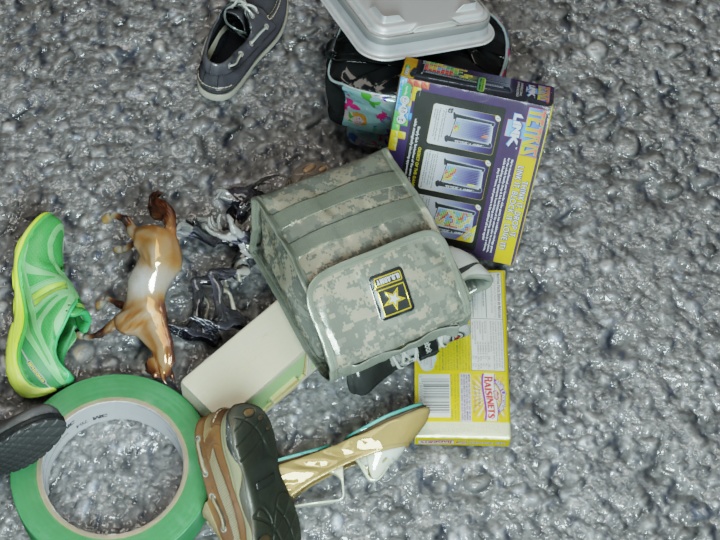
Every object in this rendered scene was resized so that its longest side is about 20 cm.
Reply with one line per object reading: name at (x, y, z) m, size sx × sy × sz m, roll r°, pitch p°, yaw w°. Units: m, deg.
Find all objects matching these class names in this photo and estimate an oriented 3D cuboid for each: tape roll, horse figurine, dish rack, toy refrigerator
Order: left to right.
tape roll at (-0.245, 0.203, 1.348) m, size 0.199 × 0.048 × 0.202 m, roll 2°, pitch 60°, yaw -3°
horse figurine at (-0.230, 0.009, 1.418) m, size 0.132 × 0.050 × 0.201 m, roll 8°, pitch 80°, yaw 39°
toy refrigerator at (-0.089, 0.090, 1.408) m, size 0.070 × 0.076 × 0.200 m, roll 41°, pitch 65°, yaw 18°
dish rack at (0.044, -0.313, 1.510) m, size 0.171 × 0.044 × 0.200 m, roll -12°, pitch 48°, yaw -23°

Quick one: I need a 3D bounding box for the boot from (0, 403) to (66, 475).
boot at (-0.380, 0.140, 1.316) m, size 0.199 × 0.070 × 0.132 m, roll -28°, pitch 63°, yaw 19°

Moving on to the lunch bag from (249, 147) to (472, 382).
lunch bag at (0.000, 0.000, 1.348) m, size 0.163 × 0.118 × 0.201 m, roll -21°, pitch 61°, yaw -19°

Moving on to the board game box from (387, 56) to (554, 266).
board game box at (0.109, -0.117, 1.470) m, size 0.164 × 0.201 × 0.057 m, roll 12°, pitch 33°, yaw 1°

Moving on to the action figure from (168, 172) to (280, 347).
action figure at (-0.148, -0.027, 1.448) m, size 0.102 × 0.119 × 0.201 m, roll 29°, pitch 64°, yaw -30°

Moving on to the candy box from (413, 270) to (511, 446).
candy box at (0.107, 0.090, 1.449) m, size 0.101 × 0.026 × 0.201 m, roll 2°, pitch 60°, yaw -1°

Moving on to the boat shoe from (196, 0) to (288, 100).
boat shoe at (-0.139, -0.296, 1.631) m, size 0.072 × 0.063 × 0.201 m, roll 21°, pitch 61°, yaw 8°

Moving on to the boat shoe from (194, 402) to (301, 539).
boat shoe at (-0.112, 0.227, 1.306) m, size 0.073 × 0.075 × 0.202 m, roll -9°, pitch 92°, yaw 34°

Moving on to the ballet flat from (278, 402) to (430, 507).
ballet flat at (-0.014, 0.196, 1.366) m, size 0.199 × 0.069 × 0.063 m, roll -21°, pitch 76°, yaw -6°

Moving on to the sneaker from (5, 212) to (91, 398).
sneaker at (-0.322, 0.037, 1.423) m, size 0.083 × 0.074 × 0.201 m, roll -3°, pitch 69°, yaw 3°

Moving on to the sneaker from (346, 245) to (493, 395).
sneaker at (0.064, 0.057, 1.411) m, size 0.088 × 0.074 × 0.200 m, roll 29°, pitch 69°, yaw 26°

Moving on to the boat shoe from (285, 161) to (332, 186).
boat shoe at (-0.018, -0.024, 1.482) m, size 0.074 × 0.073 × 0.201 m, roll -26°, pitch 86°, yaw -27°

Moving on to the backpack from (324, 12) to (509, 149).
backpack at (0.070, -0.224, 1.553) m, size 0.198 × 0.151 × 0.178 m, roll 7°, pitch 55°, yaw 11°
